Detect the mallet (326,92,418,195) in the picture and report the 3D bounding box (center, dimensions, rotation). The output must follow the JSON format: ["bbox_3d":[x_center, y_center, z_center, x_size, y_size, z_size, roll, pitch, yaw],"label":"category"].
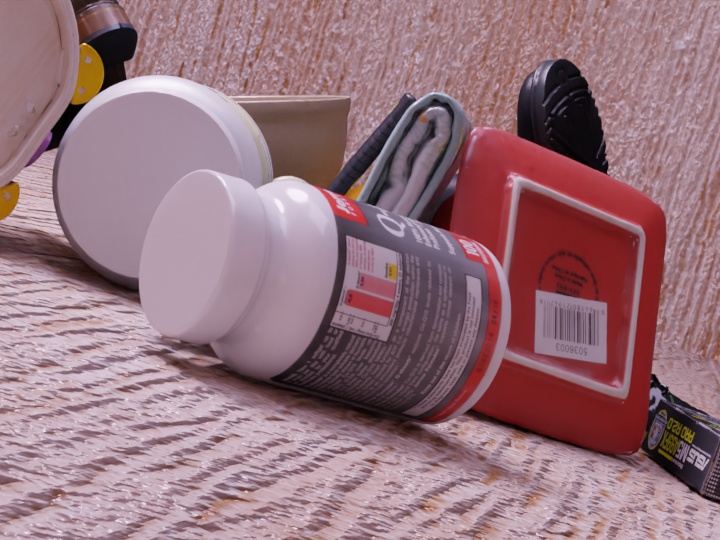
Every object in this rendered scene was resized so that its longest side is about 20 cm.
[{"bbox_3d":[-0.028,-0.046,1.488,0.041,0.200,0.066,40,12,7],"label":"mallet"}]

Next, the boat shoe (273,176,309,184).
[{"bbox_3d":[0.000,0.000,1.647,0.199,0.074,0.066,35,-3,-4],"label":"boat shoe"}]

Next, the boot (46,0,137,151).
[{"bbox_3d":[-0.218,-0.164,1.508,0.074,0.097,0.200,-21,-15,-29],"label":"boot"}]

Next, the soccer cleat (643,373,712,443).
[{"bbox_3d":[0.197,0.083,1.647,0.198,0.082,0.068,21,4,8],"label":"soccer cleat"}]

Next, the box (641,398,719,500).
[{"bbox_3d":[0.321,0.157,1.523,0.198,0.045,0.160,19,4,-10],"label":"box"}]

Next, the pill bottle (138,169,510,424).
[{"bbox_3d":[-0.020,0.014,1.203,0.199,0.117,0.116,18,4,-35],"label":"pill bottle"}]

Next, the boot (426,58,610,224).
[{"bbox_3d":[0.111,-0.066,1.621,0.167,0.201,0.076,1,33,37],"label":"boot"}]

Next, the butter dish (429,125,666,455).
[{"bbox_3d":[0.107,0.024,1.506,0.199,0.201,0.147,20,-20,-33],"label":"butter dish"}]

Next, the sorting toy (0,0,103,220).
[{"bbox_3d":[-0.265,-0.109,1.416,0.107,0.201,0.180,38,-13,-16],"label":"sorting toy"}]

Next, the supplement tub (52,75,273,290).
[{"bbox_3d":[-0.136,-0.061,1.452,0.144,0.146,0.200,20,3,-1],"label":"supplement tub"}]

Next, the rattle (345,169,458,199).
[{"bbox_3d":[0.071,-0.004,1.780,0.199,0.131,0.143,27,-36,-13],"label":"rattle"}]

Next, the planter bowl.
[{"bbox_3d":[-0.106,-0.084,1.830,0.198,0.136,0.200,-1,5,0],"label":"planter bowl"}]

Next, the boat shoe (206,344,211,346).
[{"bbox_3d":[-0.079,0.020,1.306,0.069,0.072,0.199,-10,-10,32],"label":"boat shoe"}]

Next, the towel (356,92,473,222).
[{"bbox_3d":[0.016,-0.034,1.496,0.048,0.201,0.171,32,3,2],"label":"towel"}]
